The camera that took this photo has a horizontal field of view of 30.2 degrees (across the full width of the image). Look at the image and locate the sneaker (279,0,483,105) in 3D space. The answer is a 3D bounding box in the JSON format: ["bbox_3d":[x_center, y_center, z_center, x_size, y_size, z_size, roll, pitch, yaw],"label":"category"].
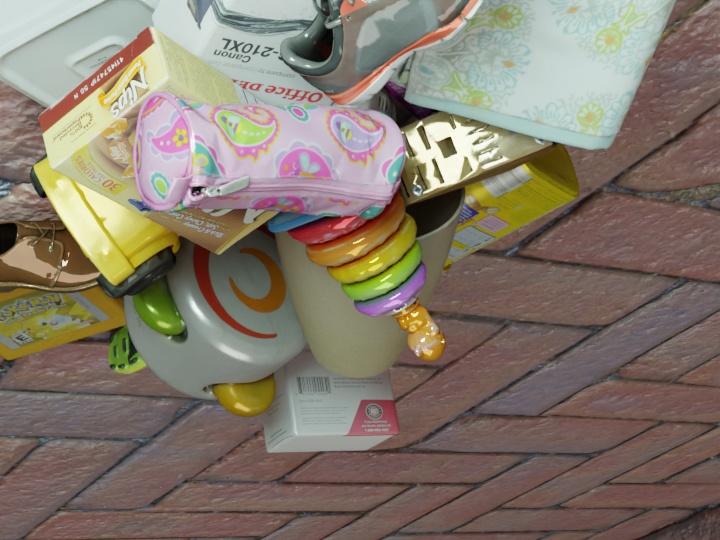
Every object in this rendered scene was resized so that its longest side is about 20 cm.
[{"bbox_3d":[0.018,-0.190,0.918,0.081,0.078,0.200,17,132,-38],"label":"sneaker"}]

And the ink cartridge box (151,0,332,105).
[{"bbox_3d":[-0.047,-0.217,0.990,0.143,0.085,0.200,4,143,-35],"label":"ink cartridge box"}]

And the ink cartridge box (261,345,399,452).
[{"bbox_3d":[-0.047,0.107,1.578,0.144,0.202,0.085,3,157,-30],"label":"ink cartridge box"}]

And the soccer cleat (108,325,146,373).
[{"bbox_3d":[-0.226,0.076,1.591,0.199,0.065,0.083,-32,152,35],"label":"soccer cleat"}]

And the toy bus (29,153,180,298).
[{"bbox_3d":[-0.179,-0.083,1.202,0.191,0.136,0.200,-37,180,-2],"label":"toy bus"}]

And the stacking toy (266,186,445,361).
[{"bbox_3d":[0.017,-0.005,1.127,0.109,0.116,0.201,-18,114,32],"label":"stacking toy"}]

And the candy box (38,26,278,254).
[{"bbox_3d":[-0.130,-0.091,1.006,0.115,0.056,0.199,-33,149,19],"label":"candy box"}]

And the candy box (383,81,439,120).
[{"bbox_3d":[0.108,-0.210,1.141,0.198,0.062,0.136,-24,153,22],"label":"candy box"}]

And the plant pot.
[{"bbox_3d":[0.000,0.000,1.299,0.185,0.188,0.202,-6,128,-13],"label":"plant pot"}]

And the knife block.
[{"bbox_3d":[0.118,-0.119,1.216,0.198,0.065,0.176,-23,177,5],"label":"knife block"}]

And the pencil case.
[{"bbox_3d":[-0.063,-0.077,0.940,0.198,0.088,0.087,-1,154,-39],"label":"pencil case"}]

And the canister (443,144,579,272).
[{"bbox_3d":[0.112,-0.078,1.398,0.199,0.087,0.148,-28,152,28],"label":"canister"}]

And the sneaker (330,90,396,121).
[{"bbox_3d":[-0.004,-0.141,1.160,0.079,0.077,0.200,8,-179,-7],"label":"sneaker"}]

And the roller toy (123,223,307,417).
[{"bbox_3d":[-0.147,0.036,1.395,0.199,0.184,0.139,36,137,-18],"label":"roller toy"}]

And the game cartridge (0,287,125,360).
[{"bbox_3d":[-0.366,0.035,1.477,0.174,0.033,0.200,-17,156,9],"label":"game cartridge"}]

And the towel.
[{"bbox_3d":[0.136,-0.190,1.052,0.198,0.048,0.172,13,131,-7],"label":"towel"}]

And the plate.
[{"bbox_3d":[-0.207,-0.180,1.092,0.198,0.033,0.200,-23,154,21],"label":"plate"}]

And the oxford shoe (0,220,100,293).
[{"bbox_3d":[-0.314,-0.021,1.339,0.197,0.072,0.072,-8,150,-7],"label":"oxford shoe"}]
